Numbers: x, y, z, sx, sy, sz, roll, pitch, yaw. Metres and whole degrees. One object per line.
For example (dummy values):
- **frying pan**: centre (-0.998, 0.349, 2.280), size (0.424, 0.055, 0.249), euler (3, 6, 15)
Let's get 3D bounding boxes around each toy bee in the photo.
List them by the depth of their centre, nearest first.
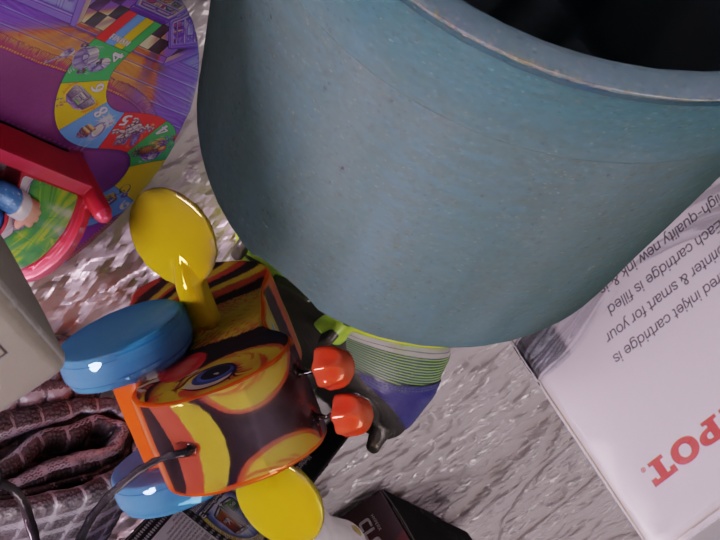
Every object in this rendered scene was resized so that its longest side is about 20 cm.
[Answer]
- **toy bee**: centre (-0.043, 0.049, 0.695), size (0.108, 0.200, 0.131), euler (-15, 129, 15)

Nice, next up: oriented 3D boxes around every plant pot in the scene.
- **plant pot**: centre (0.042, -0.085, 0.565), size (0.200, 0.201, 0.196), euler (-21, 161, -22)

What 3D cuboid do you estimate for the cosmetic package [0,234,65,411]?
- **cosmetic package**: centre (-0.166, -0.028, 0.482), size (0.103, 0.087, 0.200), euler (-32, 142, -3)

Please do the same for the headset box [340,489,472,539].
- **headset box**: centre (-0.008, 0.207, 1.150), size (0.200, 0.075, 0.149), euler (-36, 154, 8)

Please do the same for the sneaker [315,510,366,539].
- **sneaker**: centre (-0.082, 0.190, 1.038), size (0.200, 0.074, 0.116), euler (-38, 151, 10)

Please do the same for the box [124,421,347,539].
- **box**: centre (-0.088, 0.143, 0.854), size (0.160, 0.044, 0.200), euler (-54, 177, 21)

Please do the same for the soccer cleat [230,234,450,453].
- **soccer cleat**: centre (-0.001, 0.000, 0.824), size (0.084, 0.065, 0.200), euler (-56, 158, -21)

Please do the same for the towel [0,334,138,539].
- **towel**: centre (-0.189, 0.112, 0.760), size (0.199, 0.086, 0.166), euler (-12, 147, -37)

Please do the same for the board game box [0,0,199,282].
- **board game box**: centre (-0.132, -0.016, 0.643), size (0.199, 0.039, 0.158), euler (-19, 152, -26)

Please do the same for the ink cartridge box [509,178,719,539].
- **ink cartridge box**: centre (0.121, -0.012, 0.754), size (0.146, 0.200, 0.083), euler (-38, 155, 13)
